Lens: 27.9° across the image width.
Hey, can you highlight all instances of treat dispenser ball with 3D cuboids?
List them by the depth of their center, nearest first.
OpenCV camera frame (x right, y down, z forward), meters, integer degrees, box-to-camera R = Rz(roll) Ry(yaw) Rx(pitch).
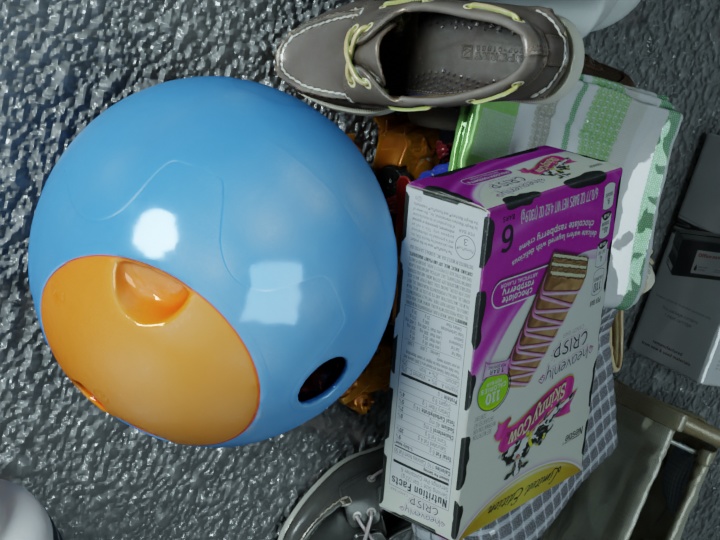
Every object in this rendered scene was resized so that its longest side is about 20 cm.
[{"bbox_3d":[-0.080,-0.004,0.792,0.200,0.201,0.202,-19,120,-36],"label":"treat dispenser ball"}]

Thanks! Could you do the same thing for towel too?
[{"bbox_3d":[0.130,-0.054,0.920,0.199,0.031,0.150,8,93,-45],"label":"towel"},{"bbox_3d":[0.113,0.092,1.013,0.200,0.085,0.166,-34,124,-41],"label":"towel"}]

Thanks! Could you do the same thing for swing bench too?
[{"bbox_3d":[0.238,0.212,1.233,0.200,0.130,0.200,24,92,-40],"label":"swing bench"}]

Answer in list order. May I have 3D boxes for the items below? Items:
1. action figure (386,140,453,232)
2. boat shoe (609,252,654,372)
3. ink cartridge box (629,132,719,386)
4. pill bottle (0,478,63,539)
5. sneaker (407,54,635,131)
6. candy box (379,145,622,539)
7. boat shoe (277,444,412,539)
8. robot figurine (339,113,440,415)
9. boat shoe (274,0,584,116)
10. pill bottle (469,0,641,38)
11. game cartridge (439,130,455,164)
[{"bbox_3d":[0.078,-0.063,0.936,0.200,0.065,0.052,-13,103,-47],"label":"action figure"},{"bbox_3d":[0.189,-0.001,1.096,0.201,0.069,0.074,94,16,-44],"label":"boat shoe"},{"bbox_3d":[0.335,-0.004,1.252,0.144,0.084,0.201,10,102,-45],"label":"ink cartridge box"},{"bbox_3d":[-0.215,0.187,0.810,0.119,0.119,0.201,-38,130,-24],"label":"pill bottle"},{"bbox_3d":[0.117,-0.135,0.959,0.199,0.070,0.076,-10,111,-40],"label":"sneaker"},{"bbox_3d":[0.082,0.040,0.840,0.136,0.061,0.201,-19,121,-46],"label":"candy box"},{"bbox_3d":[0.029,0.162,1.065,0.200,0.057,0.067,-30,126,-30],"label":"boat shoe"},{"bbox_3d":[0.000,0.000,0.968,0.145,0.058,0.201,-11,115,-39],"label":"robot figurine"},{"bbox_3d":[0.027,-0.125,0.837,0.059,0.199,0.072,-4,99,-57],"label":"boat shoe"},{"bbox_3d":[0.149,-0.222,0.927,0.200,0.114,0.115,-45,136,-47],"label":"pill bottle"},{"bbox_3d":[0.103,-0.118,1.027,0.133,0.041,0.200,-42,131,-15],"label":"game cartridge"}]
